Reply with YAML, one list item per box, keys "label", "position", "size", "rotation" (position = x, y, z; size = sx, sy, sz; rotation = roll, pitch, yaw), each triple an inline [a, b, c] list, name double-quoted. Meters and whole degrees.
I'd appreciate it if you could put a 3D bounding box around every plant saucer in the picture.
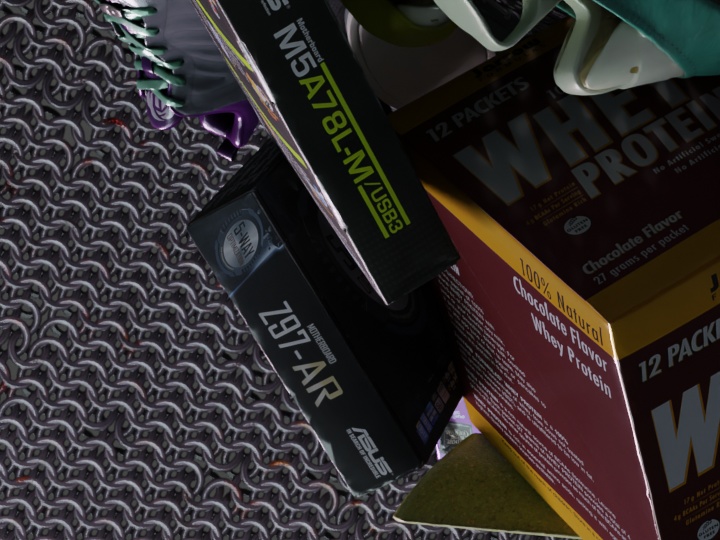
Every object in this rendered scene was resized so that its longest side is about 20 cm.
- label: "plant saucer"
  position: [0.144, 0.115, 1.158]
  size: [0.198, 0.048, 0.199]
  rotation: [2, 176, 24]

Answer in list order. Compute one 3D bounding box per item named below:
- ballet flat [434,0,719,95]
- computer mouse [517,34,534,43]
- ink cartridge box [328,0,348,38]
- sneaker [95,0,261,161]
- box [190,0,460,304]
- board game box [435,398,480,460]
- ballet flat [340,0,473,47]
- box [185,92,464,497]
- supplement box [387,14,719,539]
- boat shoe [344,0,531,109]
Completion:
- label: "ballet flat"
  position: [0.082, -0.112, 0.890]
  size: [0.199, 0.071, 0.067]
  rotation: [28, 179, -17]
- label: "computer mouse"
  position: [0.157, -0.070, 1.178]
  size: [0.199, 0.046, 0.141]
  rotation: [24, 158, 4]
- label: "ink cartridge box"
  position: [-0.046, -0.180, 1.193]
  size: [0.115, 0.067, 0.200]
  rotation: [28, 179, 18]
- label: "sneaker"
  position: [-0.096, -0.119, 1.126]
  size: [0.074, 0.088, 0.200]
  rotation: [27, 179, 37]
- label: "box"
  position: [-0.042, -0.108, 0.965]
  size: [0.194, 0.047, 0.200]
  rotation: [63, 176, -34]
- label: "board game box"
  position: [0.132, 0.062, 1.244]
  size: [0.198, 0.121, 0.032]
  rotation: [4, -147, 24]
- label: "ballet flat"
  position: [0.014, -0.153, 1.041]
  size: [0.067, 0.067, 0.200]
  rotation: [19, 173, 37]
- label: "box"
  position: [0.000, 0.000, 1.132]
  size: [0.161, 0.043, 0.200]
  rotation: [59, -155, -11]
- label: "supplement box"
  position: [0.131, 0.017, 1.009]
  size: [0.197, 0.132, 0.201]
  rotation: [45, 160, 49]
- label: "boat shoe"
  position: [0.048, -0.126, 1.215]
  size: [0.199, 0.073, 0.062]
  rotation: [23, -142, -52]
